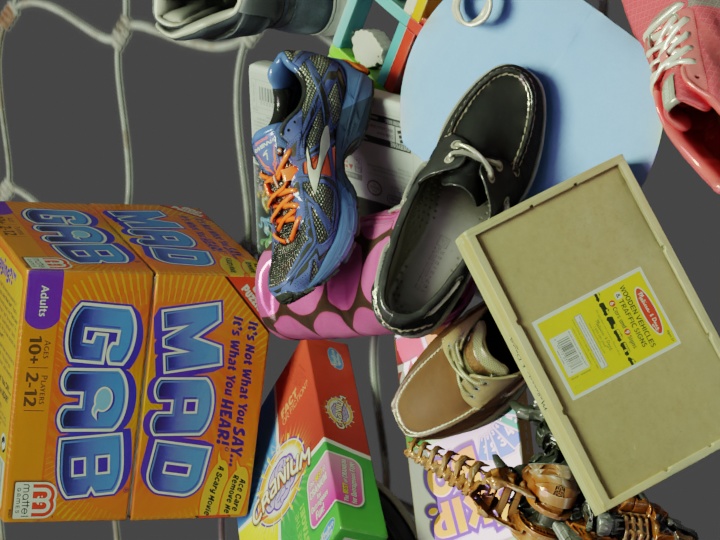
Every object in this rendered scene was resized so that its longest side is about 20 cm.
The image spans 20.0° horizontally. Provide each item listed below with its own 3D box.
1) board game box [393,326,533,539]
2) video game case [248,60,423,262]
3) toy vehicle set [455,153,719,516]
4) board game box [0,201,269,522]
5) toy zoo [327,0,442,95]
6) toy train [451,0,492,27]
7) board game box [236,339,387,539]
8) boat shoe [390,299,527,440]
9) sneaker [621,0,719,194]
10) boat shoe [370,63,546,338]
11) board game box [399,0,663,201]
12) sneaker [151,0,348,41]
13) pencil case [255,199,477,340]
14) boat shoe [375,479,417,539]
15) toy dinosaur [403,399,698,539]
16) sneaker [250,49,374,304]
[{"bbox_3d":[0.081,0.138,1.492,0.095,0.030,0.202,-7,92,30],"label":"board game box"},{"bbox_3d":[-0.012,-0.055,1.565,0.199,0.023,0.184,19,118,43],"label":"video game case"},{"bbox_3d":[0.160,0.040,1.322,0.201,0.123,0.027,63,165,7],"label":"toy vehicle set"},{"bbox_3d":[-0.202,0.068,1.634,0.200,0.198,0.202,-142,57,-62],"label":"board game box"},{"bbox_3d":[0.041,-0.182,1.515,0.131,0.020,0.201,44,125,34],"label":"toy zoo"},{"bbox_3d":[0.106,-0.268,1.377,0.200,0.055,0.151,-43,53,20],"label":"toy train"},{"bbox_3d":[-0.044,0.174,1.575,0.154,0.040,0.201,-59,29,33],"label":"board game box"},{"bbox_3d":[0.093,0.052,1.421,0.200,0.074,0.076,-39,74,28],"label":"boat shoe"},{"bbox_3d":[0.215,-0.126,1.290,0.074,0.086,0.201,-47,62,38],"label":"sneaker"},{"bbox_3d":[0.065,-0.050,1.361,0.074,0.060,0.201,30,86,8],"label":"boat shoe"},{"bbox_3d":[0.124,-0.114,1.413,0.200,0.039,0.159,40,109,22],"label":"board game box"},{"bbox_3d":[-0.123,-0.227,1.597,0.202,0.145,0.078,20,111,45],"label":"sneaker"},{"bbox_3d":[0.000,0.000,1.489,0.199,0.090,0.094,-11,107,52],"label":"pencil case"},{"bbox_3d":[0.009,0.228,1.565,0.200,0.066,0.075,52,130,30],"label":"boat shoe"},{"bbox_3d":[0.134,0.145,1.368,0.199,0.136,0.102,38,112,-12],"label":"toy dinosaur"},{"bbox_3d":[-0.047,-0.069,1.457,0.075,0.078,0.202,-27,49,46],"label":"sneaker"}]
